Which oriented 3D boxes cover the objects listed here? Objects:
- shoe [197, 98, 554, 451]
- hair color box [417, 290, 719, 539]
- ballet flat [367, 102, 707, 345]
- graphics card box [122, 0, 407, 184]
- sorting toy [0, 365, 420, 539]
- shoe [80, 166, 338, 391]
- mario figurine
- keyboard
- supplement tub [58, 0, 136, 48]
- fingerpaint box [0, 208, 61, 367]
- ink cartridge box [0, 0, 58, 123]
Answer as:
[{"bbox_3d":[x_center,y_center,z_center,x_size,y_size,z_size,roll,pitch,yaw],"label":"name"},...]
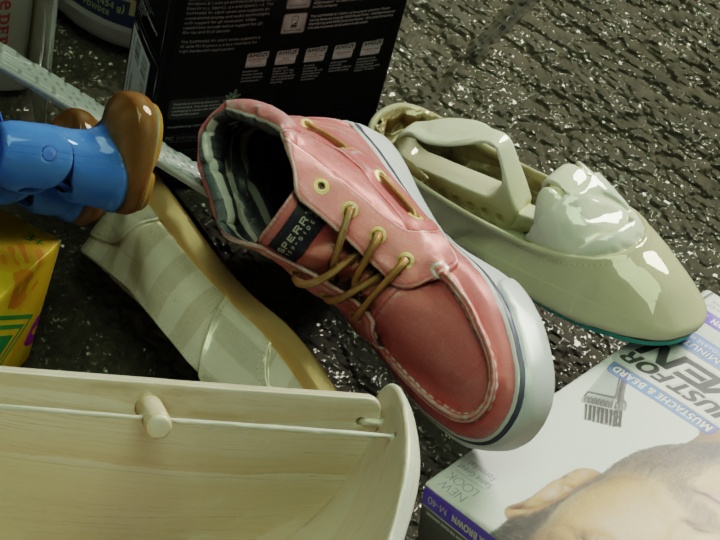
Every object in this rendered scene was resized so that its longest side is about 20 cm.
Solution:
[{"bbox_3d":[0.000,0.000,0.818,0.091,0.072,0.200,12,33,-42],"label":"shoe"},{"bbox_3d":[0.131,0.097,0.837,0.199,0.065,0.109,-31,51,-34],"label":"hair color box"},{"bbox_3d":[0.078,-0.029,0.900,0.199,0.070,0.069,27,45,34],"label":"ballet flat"},{"bbox_3d":[-0.041,-0.131,0.898,0.125,0.201,0.051,-9,49,-23],"label":"graphics card box"},{"bbox_3d":[-0.072,0.109,0.638,0.198,0.108,0.180,5,18,-13],"label":"sorting toy"},{"bbox_3d":[-0.059,0.037,0.850,0.053,0.070,0.200,-37,61,-6],"label":"shoe"},{"bbox_3d":[-0.180,-0.070,0.755,0.199,0.124,0.106,4,47,-38],"label":"mario figurine"},{"bbox_3d":[-0.084,-0.048,0.881,0.199,0.011,0.056,31,3,-16],"label":"keyboard"},{"bbox_3d":[-0.090,-0.227,0.964,0.144,0.201,0.146,8,49,-10],"label":"supplement tub"},{"bbox_3d":[-0.252,0.004,0.778,0.199,0.074,0.167,27,33,7],"label":"fingerpaint box"},{"bbox_3d":[-0.200,-0.169,0.937,0.067,0.117,0.201,-5,52,-19],"label":"ink cartridge box"}]
